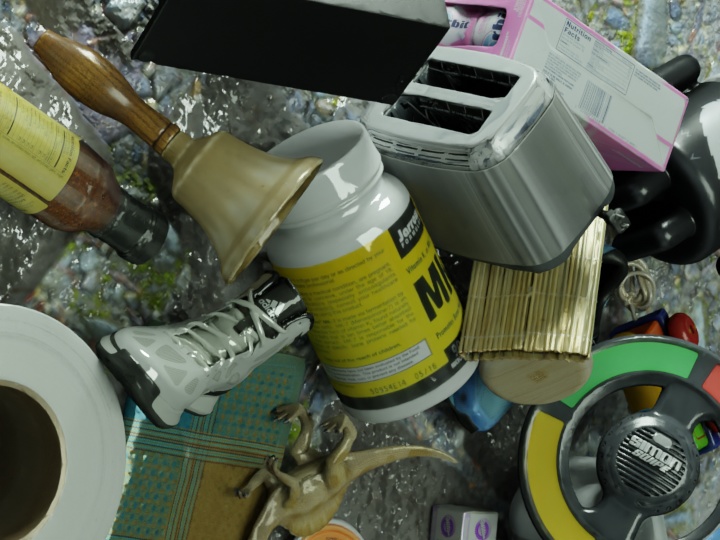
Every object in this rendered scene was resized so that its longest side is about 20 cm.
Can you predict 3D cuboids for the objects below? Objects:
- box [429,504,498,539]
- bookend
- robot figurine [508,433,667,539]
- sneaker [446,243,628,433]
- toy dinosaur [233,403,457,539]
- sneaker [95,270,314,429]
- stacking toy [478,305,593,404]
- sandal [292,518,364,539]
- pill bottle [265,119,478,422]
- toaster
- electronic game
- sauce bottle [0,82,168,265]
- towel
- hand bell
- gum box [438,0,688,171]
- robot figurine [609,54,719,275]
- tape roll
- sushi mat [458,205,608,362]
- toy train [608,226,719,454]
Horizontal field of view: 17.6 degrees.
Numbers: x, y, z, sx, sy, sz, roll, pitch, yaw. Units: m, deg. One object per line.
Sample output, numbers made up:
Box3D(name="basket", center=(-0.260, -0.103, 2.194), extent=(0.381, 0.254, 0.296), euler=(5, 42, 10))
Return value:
Box3D(name="box", center=(0.073, 0.285, 1.820), extent=(0.039, 0.041, 0.200), euler=(5, 91, -40))
Box3D(name="bookend", center=(-0.059, -0.232, 1.604), extent=(0.200, 0.092, 0.199), euler=(7, 54, -26))
Box3D(name="robot figurine", center=(0.181, 0.234, 1.856), extent=(0.169, 0.113, 0.200), euler=(-20, 106, -37))
Box3D(name="sneaker", center=(0.138, 0.044, 1.820), extent=(0.200, 0.090, 0.078), euler=(-53, 123, -23))
Box3D(name="toy dinosaur", center=(-0.028, 0.146, 1.702), extent=(0.200, 0.058, 0.101), euler=(-30, 128, -25))
Box3D(name="sneaker", center=(-0.098, 0.039, 1.531), extent=(0.115, 0.200, 0.076), euler=(-40, 83, 7))
Box3D(name="stacking toy", center=(0.129, -0.001, 1.777), extent=(0.085, 0.085, 0.200), euler=(34, 41, -36))
Box3D(name="sandal", center=(0.007, 0.281, 1.752), extent=(0.079, 0.059, 0.207), euler=(-29, 111, -33))
Box3D(name="pill bottle", center=(0.000, 0.000, 1.688), extent=(0.114, 0.114, 0.200), euler=(-41, 118, -30))
Box3D(name="toaster", center=(0.092, -0.082, 1.695), extent=(0.114, 0.200, 0.129), euler=(-51, 131, -19))
Box3D(name="electronic game", center=(0.220, 0.148, 1.779), extent=(0.200, 0.042, 0.200), euler=(0, 78, 0))
Box3D(name="sauce bottle", center=(-0.212, -0.067, 1.542), extent=(0.200, 0.066, 0.066), euler=(38, 70, -37))
Box3D(name="towel", center=(-0.119, 0.145, 1.664), extent=(0.147, 0.022, 0.200), euler=(17, 84, -39))
Box3D(name="hand bell", center=(-0.136, -0.091, 1.557), extent=(0.200, 0.104, 0.104), euler=(37, 67, 0))
Box3D(name="gum box", center=(0.142, -0.146, 1.792), extent=(0.200, 0.113, 0.066), euler=(30, 75, -38))
Box3D(name="robot figurine", center=(0.279, -0.083, 1.903), extent=(0.200, 0.125, 0.150), euler=(-33, 136, -32))
Box3D(name="tape roll", center=(-0.266, 0.115, 1.463), extent=(0.202, 0.139, 0.203), euler=(-4, 96, -40))
Box3D(name="sushi mat", center=(0.131, -0.008, 1.727), extent=(0.012, 0.096, 0.200), euler=(80, 16, -44))
Box3D(name="toy train", center=(0.216, 0.064, 1.870), extent=(0.116, 0.085, 0.200), euler=(-14, 81, -64))
